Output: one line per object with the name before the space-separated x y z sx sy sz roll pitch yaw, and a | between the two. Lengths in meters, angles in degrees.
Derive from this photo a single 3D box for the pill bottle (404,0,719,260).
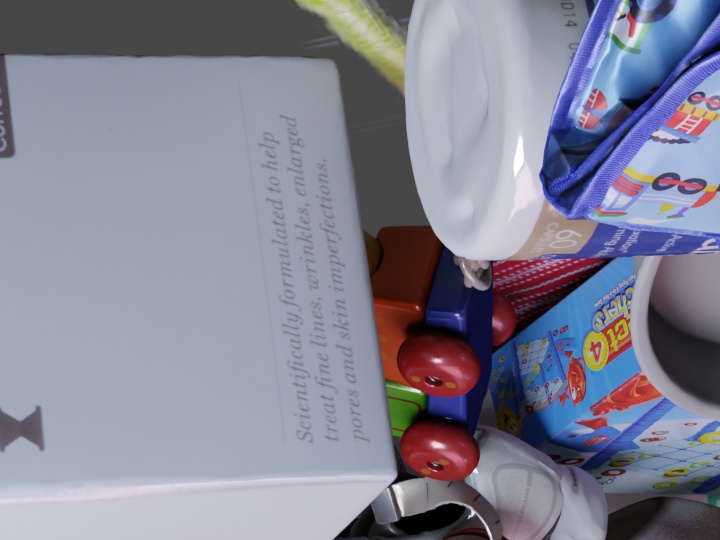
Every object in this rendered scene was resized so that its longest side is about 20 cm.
pill bottle | 0.124 -0.061 1.020 0.199 0.111 0.111 -2 160 -18

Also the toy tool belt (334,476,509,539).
toy tool belt | -0.036 0.163 1.257 0.199 0.125 0.123 -12 -169 22

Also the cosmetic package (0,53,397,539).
cosmetic package | -0.102 0.034 1.113 0.164 0.165 0.200 -1 159 -21

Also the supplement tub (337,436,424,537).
supplement tub | -0.039 0.122 1.439 0.140 0.141 0.200 -18 159 26

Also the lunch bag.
lunch bag | 0.150 -0.078 0.909 0.150 0.094 0.200 3 135 -29

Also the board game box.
board game box | 0.179 0.037 1.357 0.199 0.056 0.196 4 151 -34

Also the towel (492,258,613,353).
towel | 0.087 0.010 1.353 0.144 0.023 0.200 -21 157 32

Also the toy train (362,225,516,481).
toy train | 0.000 0.000 1.215 0.115 0.085 0.200 11 149 9

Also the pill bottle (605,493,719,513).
pill bottle | 0.233 0.116 1.584 0.199 0.114 0.113 -1 160 -22

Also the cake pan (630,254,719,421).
cake pan | 0.192 -0.020 1.175 0.200 0.037 0.201 -14 138 -13

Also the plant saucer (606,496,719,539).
plant saucer | 0.091 0.158 1.405 0.200 0.037 0.200 -32 -178 1

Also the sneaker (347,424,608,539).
sneaker | 0.015 0.144 1.338 0.081 0.075 0.200 36 107 -31
